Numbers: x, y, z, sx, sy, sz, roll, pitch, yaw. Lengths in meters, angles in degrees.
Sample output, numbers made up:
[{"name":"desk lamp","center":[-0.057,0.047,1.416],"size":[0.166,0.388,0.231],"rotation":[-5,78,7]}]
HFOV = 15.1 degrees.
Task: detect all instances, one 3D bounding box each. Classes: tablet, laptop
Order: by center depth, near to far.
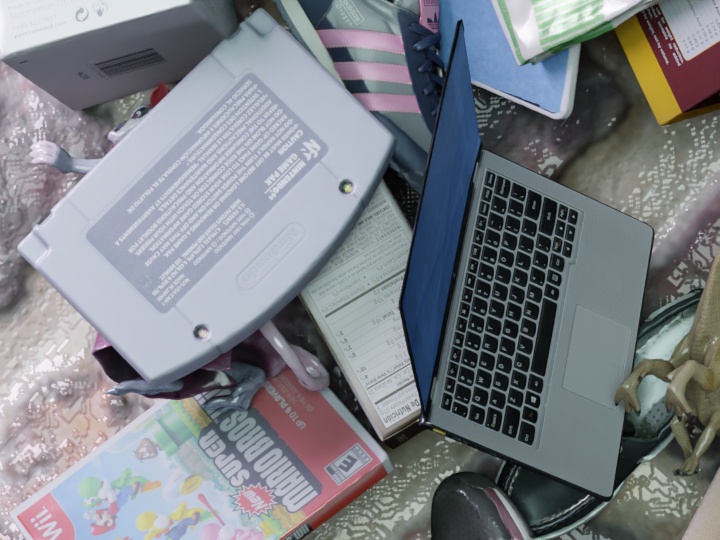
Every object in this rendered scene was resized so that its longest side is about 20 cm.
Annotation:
[{"name":"laptop","center":[0.098,-0.003,1.525],"size":[0.199,0.116,0.188],"rotation":[23,59,-18]},{"name":"tablet","center":[0.089,-0.201,1.611],"size":[0.130,0.014,0.201],"rotation":[26,120,38]}]

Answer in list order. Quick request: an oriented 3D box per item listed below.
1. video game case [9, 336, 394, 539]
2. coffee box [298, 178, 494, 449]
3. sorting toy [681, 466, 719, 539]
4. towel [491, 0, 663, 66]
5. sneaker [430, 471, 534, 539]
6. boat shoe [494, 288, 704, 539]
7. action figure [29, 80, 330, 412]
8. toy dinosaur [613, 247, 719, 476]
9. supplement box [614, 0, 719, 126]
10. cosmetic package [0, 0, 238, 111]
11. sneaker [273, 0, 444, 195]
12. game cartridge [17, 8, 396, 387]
[{"name":"video game case","center":[-0.096,0.132,1.617],"size":[0.200,0.017,0.143],"rotation":[-37,49,-8]},{"name":"coffee box","center":[0.000,0.000,1.624],"size":[0.079,0.114,0.201],"rotation":[-30,84,1]},{"name":"sorting toy","center":[0.279,0.168,1.560],"size":[0.200,0.036,0.186],"rotation":[41,61,-16]},{"name":"towel","center":[0.136,-0.216,1.534],"size":[0.200,0.023,0.153],"rotation":[-25,88,42]},{"name":"sneaker","center":[0.055,0.223,1.592],"size":[0.115,0.076,0.201],"rotation":[-10,82,-38]},{"name":"boat shoe","center":[0.153,0.084,1.626],"size":[0.076,0.060,0.200],"rotation":[41,90,9]},{"name":"action figure","center":[-0.108,-0.022,1.617],"size":[0.148,0.134,0.201],"rotation":[-8,71,15]},{"name":"toy dinosaur","center":[0.199,0.051,1.566],"size":[0.058,0.201,0.101],"rotation":[23,48,39]},{"name":"supplement box","center":[0.237,-0.223,1.560],"size":[0.200,0.132,0.198],"rotation":[-32,80,46]},{"name":"cosmetic package","center":[-0.159,-0.220,1.616],"size":[0.122,0.199,0.201],"rotation":[-16,84,5]},{"name":"sneaker","center":[0.026,-0.126,1.647],"size":[0.082,0.070,0.200],"rotation":[-38,83,18]},{"name":"game cartridge","center":[-0.081,-0.036,1.551],"size":[0.200,0.041,0.133],"rotation":[-45,79,-6]}]
